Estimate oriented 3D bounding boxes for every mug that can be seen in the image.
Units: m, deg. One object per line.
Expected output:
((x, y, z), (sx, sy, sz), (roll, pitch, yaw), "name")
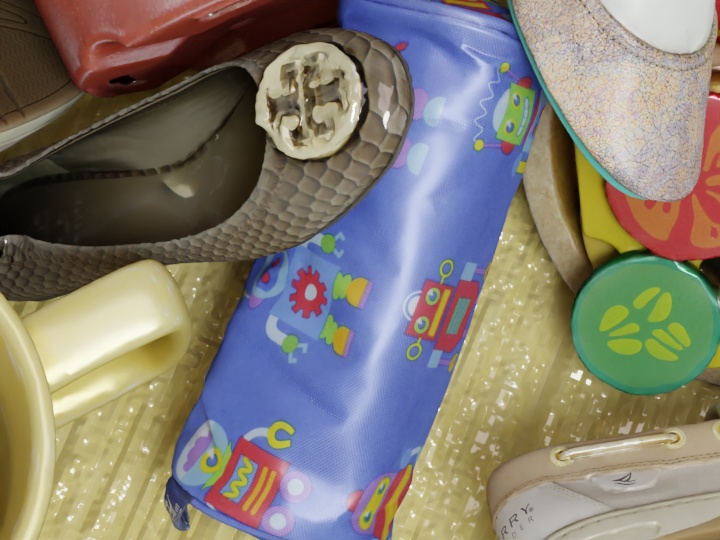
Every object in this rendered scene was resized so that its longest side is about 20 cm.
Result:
((-0.152, 0.070, 0.776), (0.186, 0.153, 0.150), (5, 76, -4), "mug")

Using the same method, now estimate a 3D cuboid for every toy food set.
((0.155, -0.041, 0.836), (0.200, 0.049, 0.198), (-6, 110, 7), "toy food set")

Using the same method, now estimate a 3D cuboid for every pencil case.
((0.000, 0.000, 0.819), (0.087, 0.078, 0.200), (24, 97, 37), "pencil case")

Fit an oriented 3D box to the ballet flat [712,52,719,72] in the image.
((0.181, -0.060, 0.882), (0.200, 0.069, 0.071), (14, 93, 0), "ballet flat")

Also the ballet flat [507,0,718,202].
((0.075, -0.121, 0.776), (0.068, 0.067, 0.200), (-7, 70, -40), "ballet flat")

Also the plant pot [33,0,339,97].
((-0.062, -0.175, 0.831), (0.200, 0.201, 0.196), (-20, 87, -9), "plant pot")

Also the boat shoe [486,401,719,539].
((0.135, 0.073, 0.830), (0.200, 0.074, 0.069), (-6, 47, -27), "boat shoe")

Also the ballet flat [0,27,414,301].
((-0.068, -0.032, 0.801), (0.200, 0.046, 0.068), (-16, 67, 37), "ballet flat")

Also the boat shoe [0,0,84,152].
((-0.181, -0.042, 0.823), (0.200, 0.065, 0.072), (-28, 70, -39), "boat shoe")
